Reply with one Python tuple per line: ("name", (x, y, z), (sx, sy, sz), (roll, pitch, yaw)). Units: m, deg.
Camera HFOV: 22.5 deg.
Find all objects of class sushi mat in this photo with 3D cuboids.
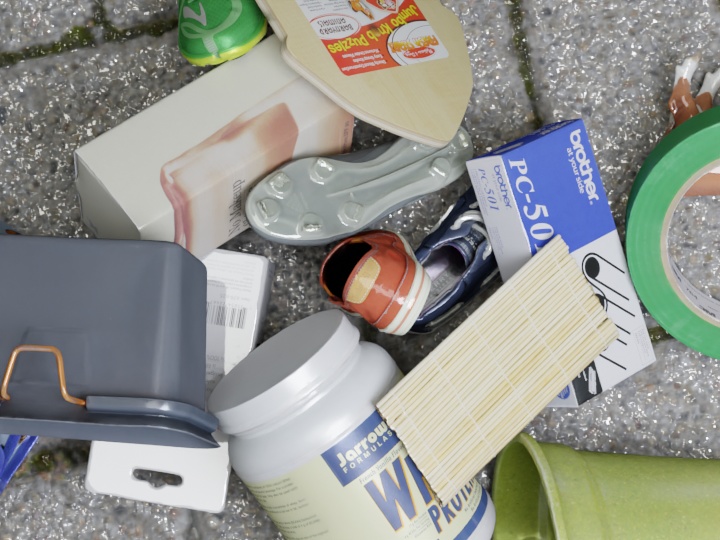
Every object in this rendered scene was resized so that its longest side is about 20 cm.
("sushi mat", (0.103, 0.071, 1.313), (0.200, 0.012, 0.096), (-42, 108, -21))

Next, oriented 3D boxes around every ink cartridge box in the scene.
("ink cartridge box", (0.154, -0.006, 1.379), (0.094, 0.044, 0.200), (-26, 102, -36))
("ink cartridge box", (-0.141, 0.081, 1.414), (0.116, 0.067, 0.200), (10, 86, 2))

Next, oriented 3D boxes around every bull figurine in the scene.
("bull figurine", (0.330, -0.104, 1.416), (0.200, 0.065, 0.122), (0, 84, 0))

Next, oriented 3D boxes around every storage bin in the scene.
("storage bin", (-0.200, 0.046, 1.263), (0.200, 0.146, 0.134), (2, 79, 11))

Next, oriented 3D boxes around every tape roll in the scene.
("tape roll", (0.302, -0.029, 1.380), (0.200, 0.048, 0.201), (2, 111, 6))

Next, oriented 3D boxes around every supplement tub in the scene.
("supplement tub", (-0.008, 0.144, 1.344), (0.145, 0.145, 0.200), (-35, 104, -1))

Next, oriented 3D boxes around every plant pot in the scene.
("plant pot", (0.210, 0.213, 1.347), (0.184, 0.200, 0.201), (-4, 86, -9))

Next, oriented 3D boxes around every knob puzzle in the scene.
("knob puzzle", (0.006, -0.172, 1.387), (0.220, 0.220, 0.030), (49, 130, 4))

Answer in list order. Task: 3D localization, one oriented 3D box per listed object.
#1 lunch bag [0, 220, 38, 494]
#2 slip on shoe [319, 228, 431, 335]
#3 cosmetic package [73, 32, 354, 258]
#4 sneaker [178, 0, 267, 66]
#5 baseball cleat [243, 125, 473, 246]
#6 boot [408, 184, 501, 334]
("lunch bag", (-0.311, 0.066, 1.396), (0.170, 0.124, 0.200), (32, 99, 4))
("slip on shoe", (0.000, 0.000, 1.351), (0.061, 0.200, 0.074), (27, 94, -14))
("cosmetic package", (-0.108, -0.084, 1.371), (0.200, 0.103, 0.087), (-33, 69, -20))
("sneaker", (-0.117, -0.236, 1.390), (0.074, 0.084, 0.200), (-15, 50, 14))
("baseball cleat", (-0.006, -0.055, 1.390), (0.200, 0.106, 0.070), (-18, 80, -25))
("boot", (0.099, -0.029, 1.403), (0.073, 0.090, 0.200), (40, 88, 4))
